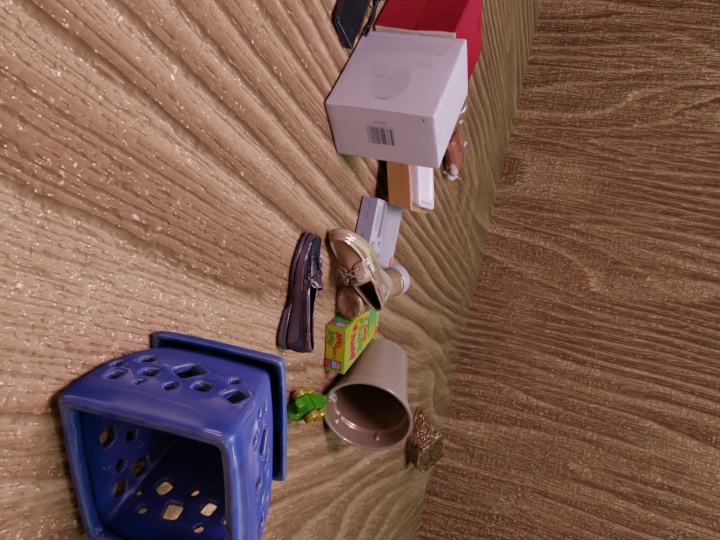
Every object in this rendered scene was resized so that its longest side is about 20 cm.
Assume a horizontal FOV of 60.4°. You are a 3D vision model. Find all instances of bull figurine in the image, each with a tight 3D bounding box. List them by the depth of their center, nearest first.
[{"bbox_3d":[0.288,-0.367,1.900,0.201,0.063,0.124,63,39,-65],"label":"bull figurine"}]

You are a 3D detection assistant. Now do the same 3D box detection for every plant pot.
[{"bbox_3d":[-0.181,0.186,0.681,0.180,0.195,0.205,-53,149,-61],"label":"plant pot"},{"bbox_3d":[0.030,0.259,1.382,0.185,0.195,0.205,-71,164,-54],"label":"plant pot"}]

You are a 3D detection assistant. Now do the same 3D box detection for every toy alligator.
[{"bbox_3d":[-0.097,0.262,1.187,0.054,0.060,0.200,-36,164,9],"label":"toy alligator"}]

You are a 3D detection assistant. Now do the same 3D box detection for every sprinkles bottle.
[{"bbox_3d":[0.030,0.043,1.330,0.198,0.067,0.070,-23,125,-51],"label":"sprinkles bottle"}]

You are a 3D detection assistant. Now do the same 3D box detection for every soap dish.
[{"bbox_3d":[0.110,-0.230,1.380,0.157,0.079,0.206,-6,93,-71],"label":"soap dish"}]

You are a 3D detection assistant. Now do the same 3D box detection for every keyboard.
[{"bbox_3d":[0.003,-0.476,1.069,0.127,0.020,0.205,46,59,-61],"label":"keyboard"}]

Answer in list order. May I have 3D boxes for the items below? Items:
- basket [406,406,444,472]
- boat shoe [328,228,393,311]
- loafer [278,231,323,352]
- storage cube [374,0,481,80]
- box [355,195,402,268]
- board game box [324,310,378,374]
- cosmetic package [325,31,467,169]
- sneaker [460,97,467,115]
[{"bbox_3d":[0.220,0.644,2.326,0.141,0.149,0.202,-33,143,-16],"label":"basket"},{"bbox_3d":[0.000,0.000,1.192,0.201,0.070,0.066,49,49,-35],"label":"boat shoe"},{"bbox_3d":[-0.087,0.040,1.056,0.072,0.061,0.205,17,85,-71],"label":"loafer"},{"bbox_3d":[0.143,-0.464,1.250,0.202,0.167,0.182,77,32,-52],"label":"storage cube"},{"bbox_3d":[0.038,-0.075,1.385,0.199,0.040,0.160,1,101,-70],"label":"box"},{"bbox_3d":[-0.014,0.127,1.345,0.200,0.046,0.104,-44,142,-59],"label":"board game box"},{"bbox_3d":[0.071,-0.305,1.094,0.124,0.195,0.203,73,35,-54],"label":"cosmetic package"},{"bbox_3d":[0.118,-0.317,1.243,0.112,0.194,0.073,21,69,-78],"label":"sneaker"}]
